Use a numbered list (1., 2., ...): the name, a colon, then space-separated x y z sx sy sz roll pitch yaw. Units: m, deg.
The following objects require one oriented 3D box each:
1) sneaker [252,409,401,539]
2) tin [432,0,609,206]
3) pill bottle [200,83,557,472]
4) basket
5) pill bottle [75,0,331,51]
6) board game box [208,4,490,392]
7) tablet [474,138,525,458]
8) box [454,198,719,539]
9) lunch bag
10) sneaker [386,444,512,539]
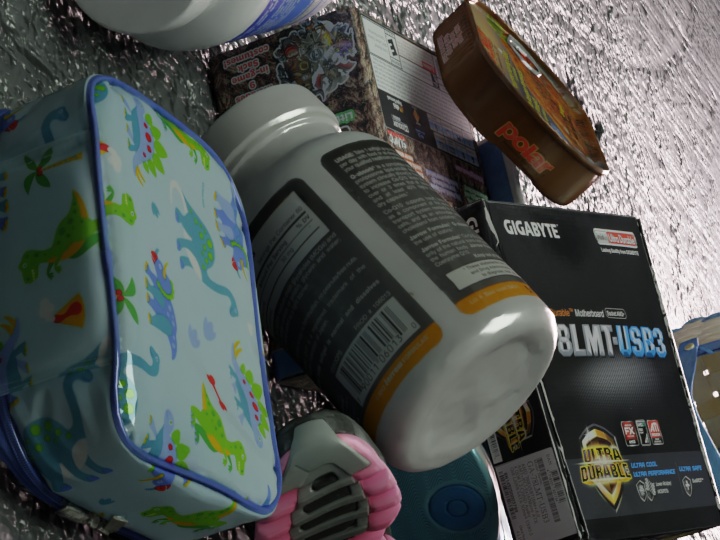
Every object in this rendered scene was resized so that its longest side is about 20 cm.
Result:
1. sneaker: -0.020 0.110 1.232 0.200 0.079 0.095 80 -4 -61
2. tin: 0.093 -0.103 1.433 0.112 0.042 0.200 47 13 -16
3. pill bottle: 0.000 0.000 1.252 0.200 0.116 0.116 47 11 26
4. basket: 0.294 0.133 1.895 0.176 0.139 0.200 63 15 -18
5. pill bottle: -0.083 -0.178 1.292 0.112 0.112 0.200 69 21 -4
6. board game box: 0.007 -0.033 1.407 0.159 0.097 0.200 19 55 -63
7. tablet: 0.072 0.028 1.482 0.014 0.130 0.200 -1 71 -40
8. box: 0.128 0.062 1.381 0.200 0.050 0.199 6 68 -58
9. lunch bag: -0.106 0.024 1.114 0.161 0.082 0.200 33 43 -56
10. sneaker: 0.050 0.129 1.383 0.131 0.079 0.200 -81 166 -52
